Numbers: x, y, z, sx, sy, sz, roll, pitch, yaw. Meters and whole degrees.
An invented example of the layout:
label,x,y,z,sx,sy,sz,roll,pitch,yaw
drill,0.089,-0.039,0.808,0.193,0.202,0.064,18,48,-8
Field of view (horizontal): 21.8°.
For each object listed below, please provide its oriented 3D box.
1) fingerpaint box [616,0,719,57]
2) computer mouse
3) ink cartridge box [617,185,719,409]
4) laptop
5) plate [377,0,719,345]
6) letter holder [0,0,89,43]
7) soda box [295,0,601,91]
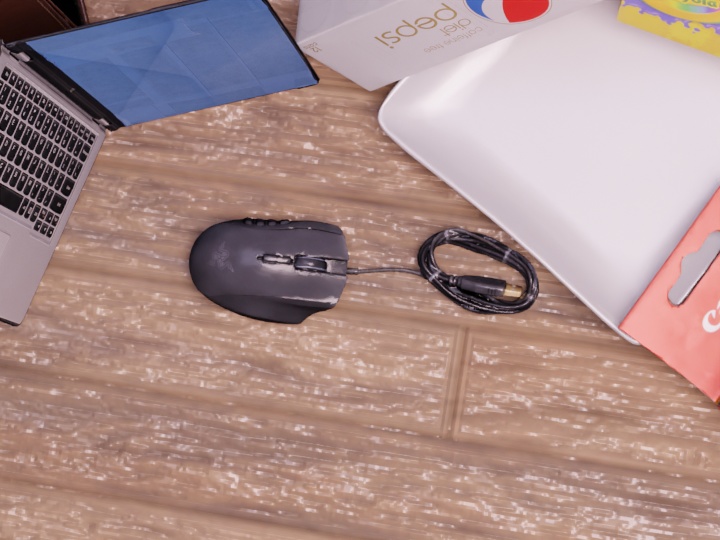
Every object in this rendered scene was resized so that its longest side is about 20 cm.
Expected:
label,x,y,z,sx,sy,sz,roll,pitch,yaw
fingerpaint box,0.256,-0.182,0.983,0.198,0.073,0.168,20,70,7
computer mouse,0.000,0.000,1.037,0.198,0.034,0.059,2,81,8
ink cartridge box,0.246,0.048,0.968,0.199,0.050,0.109,37,88,0
laptop,-0.126,-0.053,0.984,0.115,0.187,0.202,23,85,11
plate,0.143,-0.094,1.030,0.200,0.032,0.200,41,90,11
letter holder,-0.271,-0.156,1.044,0.198,0.142,0.101,-17,80,6
soda box,0.057,-0.161,0.977,0.199,0.063,0.069,-17,58,43
